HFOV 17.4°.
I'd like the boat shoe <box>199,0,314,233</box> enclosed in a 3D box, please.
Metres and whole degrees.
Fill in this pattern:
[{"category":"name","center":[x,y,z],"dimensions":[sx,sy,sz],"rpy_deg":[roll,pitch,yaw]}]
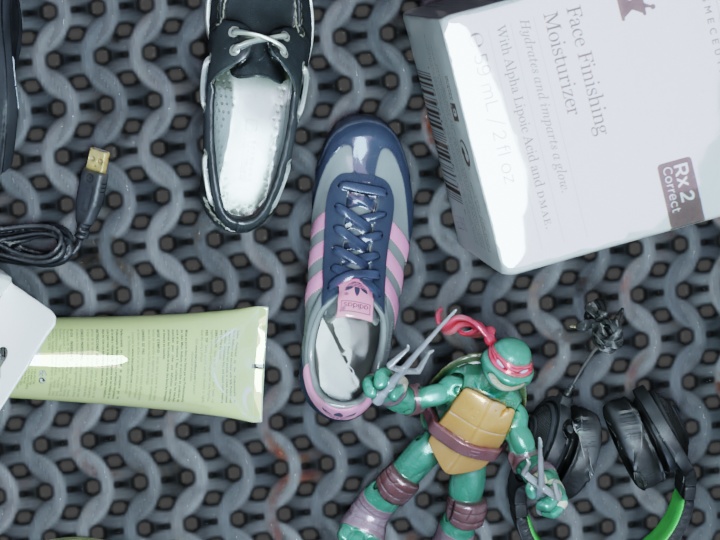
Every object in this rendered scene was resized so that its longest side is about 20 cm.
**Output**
[{"category":"boat shoe","center":[-0.065,-0.123,1.504],"dimensions":[0.075,0.060,0.200],"rpy_deg":[1,96,-7]}]

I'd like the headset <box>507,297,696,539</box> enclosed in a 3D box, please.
[{"category":"headset","center":[0.160,0.117,1.540],"dimensions":[0.123,0.094,0.200],"rpy_deg":[-6,108,-6]}]

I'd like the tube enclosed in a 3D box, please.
[{"category":"tube","center":[-0.160,0.059,1.523],"dimensions":[0.200,0.052,0.058],"rpy_deg":[1,137,-10]}]

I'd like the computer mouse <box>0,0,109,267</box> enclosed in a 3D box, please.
[{"category":"computer mouse","center":[-0.227,-0.095,1.495],"dimensions":[0.140,0.046,0.200],"rpy_deg":[8,95,-6]}]

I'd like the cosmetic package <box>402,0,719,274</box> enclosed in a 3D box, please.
[{"category":"cosmetic package","center":[0.150,-0.107,1.478],"dimensions":[0.200,0.165,0.165],"rpy_deg":[-16,99,-5]}]

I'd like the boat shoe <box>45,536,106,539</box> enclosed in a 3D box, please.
[{"category":"boat shoe","center":[-0.159,0.216,1.528],"dimensions":[0.200,0.063,0.073],"rpy_deg":[3,96,-7]}]

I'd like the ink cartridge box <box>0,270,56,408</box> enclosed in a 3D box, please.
[{"category":"ink cartridge box","center":[-0.300,0.018,1.450],"dimensions":[0.200,0.067,0.117],"rpy_deg":[33,91,17]}]

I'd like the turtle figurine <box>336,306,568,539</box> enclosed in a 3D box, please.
[{"category":"turtle figurine","center":[0.068,0.110,1.506],"dimensions":[0.150,0.101,0.200],"rpy_deg":[29,123,4]}]

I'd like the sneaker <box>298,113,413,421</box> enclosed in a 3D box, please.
[{"category":"sneaker","center":[0.000,0.000,1.514],"dimensions":[0.070,0.082,0.200],"rpy_deg":[3,95,-5]}]
